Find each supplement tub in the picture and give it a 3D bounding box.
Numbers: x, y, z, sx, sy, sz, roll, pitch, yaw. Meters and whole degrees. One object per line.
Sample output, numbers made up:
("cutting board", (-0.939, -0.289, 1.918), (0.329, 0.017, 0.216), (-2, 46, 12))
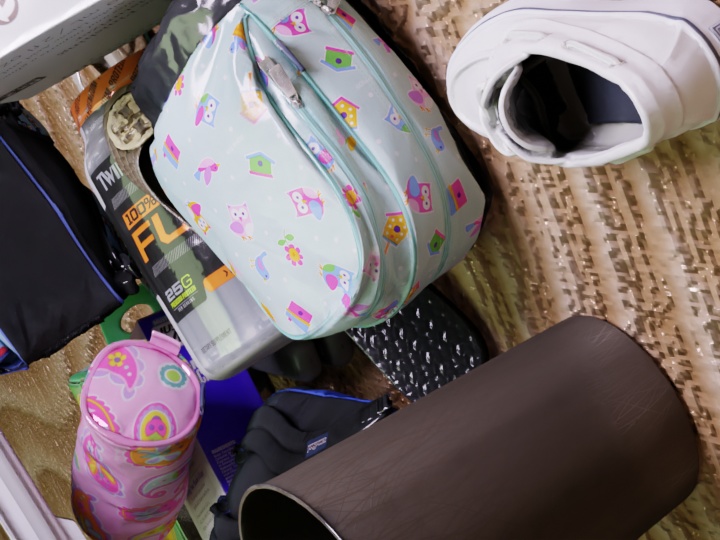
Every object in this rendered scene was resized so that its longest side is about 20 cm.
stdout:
("supplement tub", (-0.097, -0.042, 1.067), (0.201, 0.122, 0.123), (58, 157, 5))

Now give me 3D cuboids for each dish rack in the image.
("dish rack", (-0.241, 0.141, 1.139), (0.201, 0.043, 0.172), (57, 168, 1))

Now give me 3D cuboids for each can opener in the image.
("can opener", (-0.063, 0.061, 1.206), (0.200, 0.052, 0.067), (-3, 110, 64))

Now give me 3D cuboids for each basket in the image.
("basket", (0.059, 0.118, 0.831), (0.137, 0.199, 0.180), (58, 156, 5))

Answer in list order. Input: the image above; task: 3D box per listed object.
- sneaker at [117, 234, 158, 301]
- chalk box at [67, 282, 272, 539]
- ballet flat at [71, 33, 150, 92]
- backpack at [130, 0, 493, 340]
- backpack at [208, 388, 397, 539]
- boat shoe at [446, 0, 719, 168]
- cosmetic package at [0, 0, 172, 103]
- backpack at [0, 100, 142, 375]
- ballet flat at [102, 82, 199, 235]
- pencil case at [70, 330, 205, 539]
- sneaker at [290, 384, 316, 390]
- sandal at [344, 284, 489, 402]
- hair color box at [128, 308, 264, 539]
("sneaker", (-0.154, -0.014, 1.245), (0.200, 0.077, 0.092), (180, 66, -80))
("chalk box", (-0.151, 0.108, 1.355), (0.201, 0.124, 0.124), (65, 156, -8))
("ballet flat", (-0.160, -0.125, 1.172), (0.200, 0.065, 0.071), (52, 158, 20))
("backpack", (-0.030, -0.064, 0.888), (0.201, 0.126, 0.167), (52, 146, 8))
("backpack", (0.000, 0.170, 1.045), (0.167, 0.164, 0.199), (29, 168, -29))
("boat shoe", (0.082, -0.081, 0.723), (0.200, 0.065, 0.074), (-3, 115, 65))
("cosmetic package", (-0.192, -0.200, 0.930), (0.166, 0.164, 0.200), (62, -169, -4))
("backpack", (-0.250, -0.035, 1.135), (0.183, 0.134, 0.200), (55, 176, -16))
("ballet flat", (-0.082, -0.041, 0.970), (0.200, 0.067, 0.046), (46, -170, 15))
("pencil case", (-0.153, 0.121, 1.129), (0.088, 0.087, 0.201), (51, 152, 19))
("sneaker", (-0.007, 0.180, 1.198), (0.201, 0.073, 0.082), (63, 162, -8))
("sandal", (0.000, 0.001, 0.993), (0.201, 0.075, 0.048), (53, -172, 11))
("hair color box", (-0.101, 0.129, 1.201), (0.201, 0.064, 0.109), (60, 156, 11))
